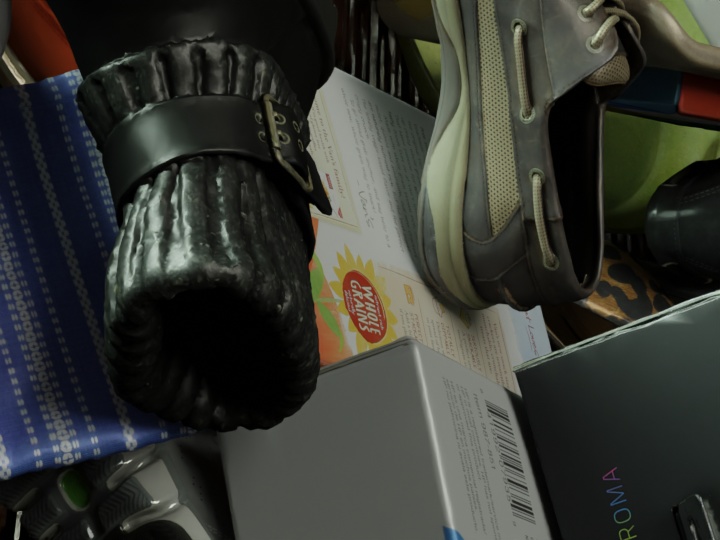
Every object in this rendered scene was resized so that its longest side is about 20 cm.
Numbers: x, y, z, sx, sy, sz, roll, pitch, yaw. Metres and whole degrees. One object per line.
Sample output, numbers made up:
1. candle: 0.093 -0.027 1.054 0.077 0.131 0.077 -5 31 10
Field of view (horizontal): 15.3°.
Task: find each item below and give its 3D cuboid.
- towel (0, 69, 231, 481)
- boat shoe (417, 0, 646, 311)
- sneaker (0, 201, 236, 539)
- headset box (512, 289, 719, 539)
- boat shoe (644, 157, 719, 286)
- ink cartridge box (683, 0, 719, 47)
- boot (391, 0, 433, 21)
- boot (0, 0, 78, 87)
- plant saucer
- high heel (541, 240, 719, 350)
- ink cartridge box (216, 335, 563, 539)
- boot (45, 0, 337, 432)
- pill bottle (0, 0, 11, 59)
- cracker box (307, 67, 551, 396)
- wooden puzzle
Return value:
1. towel: -0.151 0.006 0.888 0.199 0.024 0.145 -12 64 -19
2. boat shoe: 0.070 -0.082 0.994 0.074 0.073 0.201 -21 116 -59
3. sneaker: -0.083 0.058 0.967 0.201 0.075 0.115 61 25 13
4. headset box: 0.146 0.111 0.992 0.200 0.092 0.175 22 50 -64
5. boat shoe: 0.169 -0.025 1.189 0.200 0.056 0.069 -2 93 -74
6. ink cartridge box: 0.178 -0.180 1.275 0.201 0.084 0.145 59 16 3
7. boot: -0.022 -0.214 1.066 0.200 0.066 0.176 37 40 -14
8. boot: -0.103 -0.121 1.015 0.200 0.107 0.075 45 43 -15
9. plant saucer: 0.084 -0.103 1.222 0.199 0.031 0.201 22 53 -32
10. high heel: 0.145 0.074 1.139 0.142 0.071 0.201 5 47 -47
11. ink cartridge box: 0.039 0.123 0.963 0.200 0.083 0.146 29 45 -60
12. boot: -0.067 -0.059 0.834 0.211 0.079 0.159 46 41 -46
13. pill bottle: -0.197 -0.137 0.904 0.112 0.112 0.201 9 38 -38
14. cracker box: 0.000 0.000 1.027 0.200 0.057 0.135 21 50 -55
15. wooden puzzle: 0.130 -0.077 1.114 0.199 0.185 0.037 14 89 -38
